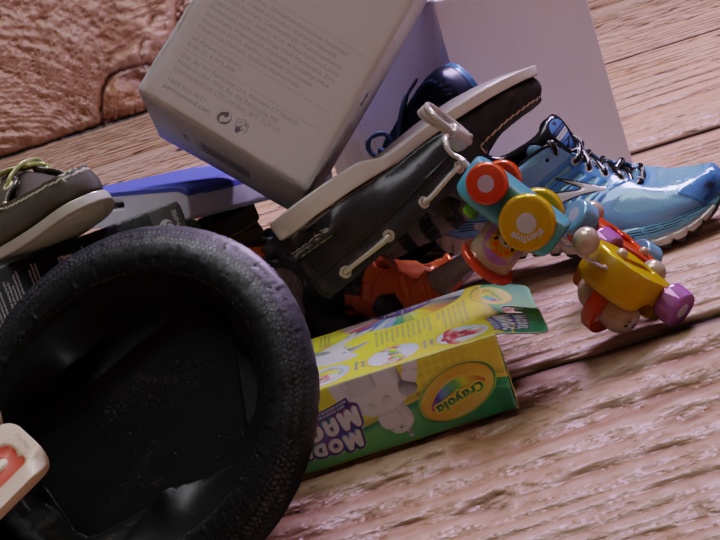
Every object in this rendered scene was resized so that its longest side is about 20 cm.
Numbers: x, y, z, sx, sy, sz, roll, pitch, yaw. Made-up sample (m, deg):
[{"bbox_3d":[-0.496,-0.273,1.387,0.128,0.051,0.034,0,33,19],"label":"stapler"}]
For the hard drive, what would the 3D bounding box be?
[{"bbox_3d":[-0.125,-0.058,1.219,0.131,0.026,0.199,-3,8,29],"label":"hard drive"}]

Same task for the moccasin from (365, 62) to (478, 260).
[{"bbox_3d":[0.041,-0.061,1.187,0.068,0.201,0.081,-26,60,-29],"label":"moccasin"}]

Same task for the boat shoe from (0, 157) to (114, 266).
[{"bbox_3d":[-0.221,-0.037,1.067,0.072,0.061,0.201,-20,-2,-34],"label":"boat shoe"}]

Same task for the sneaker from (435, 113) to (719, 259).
[{"bbox_3d":[0.145,-0.058,1.100,0.197,0.091,0.078,-4,15,9],"label":"sneaker"}]

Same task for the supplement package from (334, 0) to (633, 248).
[{"bbox_3d":[0.079,-0.131,1.291,0.146,0.193,0.199,-26,16,-30],"label":"supplement package"}]

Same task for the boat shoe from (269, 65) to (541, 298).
[{"bbox_3d":[0.039,-0.056,0.992,0.199,0.061,0.074,-35,4,-25],"label":"boat shoe"}]

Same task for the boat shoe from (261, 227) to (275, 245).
[{"bbox_3d":[-0.017,-0.032,1.167,0.072,0.063,0.200,0,-19,-31],"label":"boat shoe"}]

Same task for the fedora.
[{"bbox_3d":[-0.094,0.077,0.813,0.198,0.203,0.091,-12,-16,23],"label":"fedora"}]

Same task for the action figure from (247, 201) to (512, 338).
[{"bbox_3d":[0.000,0.000,1.067,0.191,0.106,0.200,-6,15,9],"label":"action figure"}]

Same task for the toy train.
[{"bbox_3d":[0.109,-0.015,0.945,0.056,0.199,0.150,-55,32,12],"label":"toy train"}]

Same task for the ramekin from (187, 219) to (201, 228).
[{"bbox_3d":[-0.184,0.035,1.165,0.198,0.099,0.200,-17,12,4],"label":"ramekin"}]

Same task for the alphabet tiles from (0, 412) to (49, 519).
[{"bbox_3d":[-0.247,0.130,0.777,0.199,0.015,0.196,33,70,36],"label":"alphabet tiles"}]

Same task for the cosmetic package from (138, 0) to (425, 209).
[{"bbox_3d":[-0.036,-0.156,1.059,0.201,0.122,0.199,-61,2,-4],"label":"cosmetic package"}]

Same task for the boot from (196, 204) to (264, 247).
[{"bbox_3d":[-0.154,0.013,1.289,0.198,0.076,0.074,-19,15,28],"label":"boot"}]

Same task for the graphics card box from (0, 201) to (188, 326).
[{"bbox_3d":[-0.184,0.050,1.033,0.198,0.127,0.051,-22,-11,-13],"label":"graphics card box"}]

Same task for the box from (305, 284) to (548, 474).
[{"bbox_3d":[0.008,0.061,0.915,0.198,0.049,0.117,-20,12,4],"label":"box"}]
